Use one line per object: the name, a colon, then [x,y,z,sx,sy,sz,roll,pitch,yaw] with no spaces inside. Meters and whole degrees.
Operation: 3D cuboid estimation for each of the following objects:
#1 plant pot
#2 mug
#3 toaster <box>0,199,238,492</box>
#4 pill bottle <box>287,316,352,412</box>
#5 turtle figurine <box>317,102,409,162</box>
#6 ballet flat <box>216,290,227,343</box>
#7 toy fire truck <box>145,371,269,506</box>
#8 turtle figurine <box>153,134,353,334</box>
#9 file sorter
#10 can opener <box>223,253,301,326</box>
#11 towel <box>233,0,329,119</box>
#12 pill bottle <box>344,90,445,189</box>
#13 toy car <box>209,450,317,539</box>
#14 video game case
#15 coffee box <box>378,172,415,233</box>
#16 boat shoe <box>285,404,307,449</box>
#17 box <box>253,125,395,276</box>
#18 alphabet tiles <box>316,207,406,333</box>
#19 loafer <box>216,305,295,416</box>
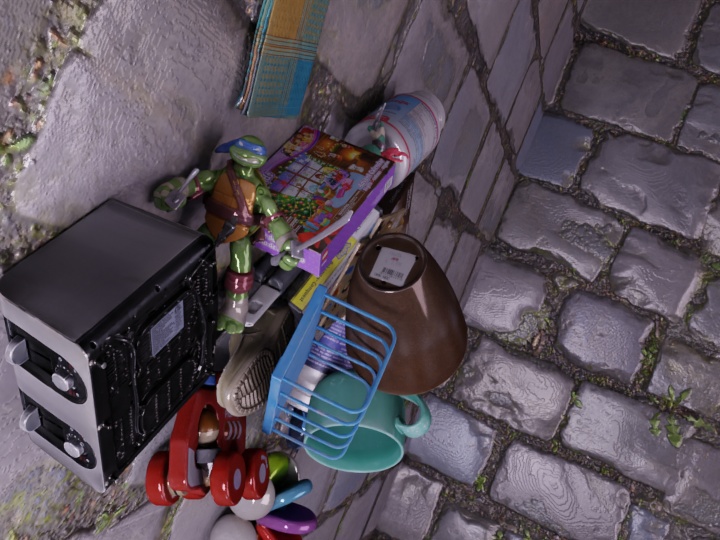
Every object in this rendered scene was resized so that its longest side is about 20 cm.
plant pot: [0.055,0.045,1.106,0.188,0.185,0.201,-59,157,-26]
mug: [0.009,0.223,1.211,0.153,0.182,0.116,100,-3,-50]
toaster: [-0.208,0.054,0.697,0.200,0.117,0.183,-50,157,-46]
pill bottle: [-0.053,0.129,1.307,0.203,0.118,0.120,-68,164,2]
turtle figurine: [-0.013,-0.132,1.104,0.148,0.101,0.201,-25,158,-31]
ballet flat: [-0.202,0.107,0.901,0.202,0.056,0.067,-61,162,-23]
toy fire truck: [-0.193,0.211,1.023,0.200,0.110,0.171,37,51,-72]
turtle figurine: [-0.137,-0.028,0.791,0.142,0.200,0.196,3,118,-37]
file sorter: [-0.041,0.143,1.041,0.201,0.121,0.140,108,7,-59]
can opener: [-0.117,-0.003,1.042,0.201,0.053,0.068,-53,160,-45]
towel: [-0.077,-0.268,0.877,0.146,0.021,0.203,-24,132,-69]
pill bottle: [0.060,-0.211,1.241,0.200,0.107,0.110,-48,155,-50]
toy car: [-0.146,0.410,1.323,0.203,0.148,0.175,-69,164,6]
video game case: [-0.027,0.010,1.148,0.182,0.025,0.200,-52,167,-12]
coffee box: [0.031,-0.073,1.379,0.202,0.079,0.115,95,20,-48]
boat shoe: [-0.101,0.255,1.392,0.069,0.084,0.200,-46,175,7]
box: [-0.059,-0.091,0.959,0.201,0.135,0.039,-53,160,-42]
alphabet tiles: [0.000,0.000,1.150,0.202,0.006,0.166,-60,166,23]
loafer: [-0.144,0.115,1.039,0.201,0.067,0.077,-59,147,-57]
